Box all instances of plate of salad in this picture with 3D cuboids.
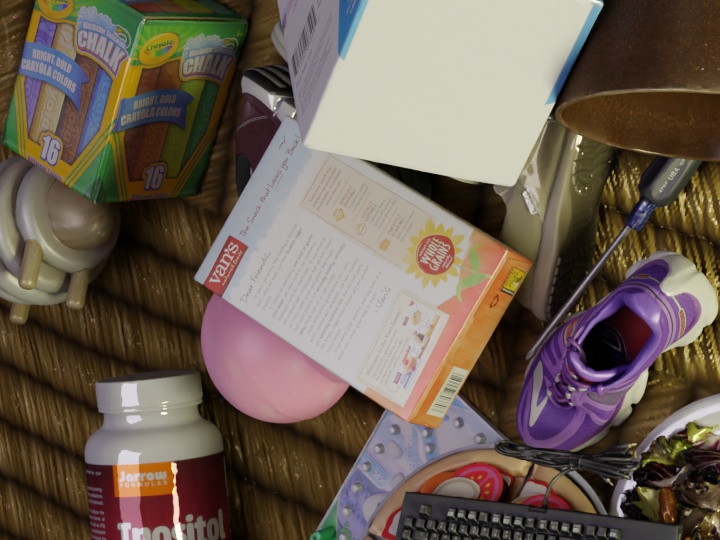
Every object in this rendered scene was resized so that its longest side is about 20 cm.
[{"bbox_3d":[0.241,0.176,1.316,0.199,0.048,0.201,-9,74,35],"label":"plate of salad"}]

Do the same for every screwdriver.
[{"bbox_3d":[0.174,-0.016,1.370,0.201,0.029,0.028,-58,35,19],"label":"screwdriver"}]

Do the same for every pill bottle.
[{"bbox_3d":[-0.161,0.184,1.623,0.112,0.113,0.201,-4,92,39],"label":"pill bottle"}]

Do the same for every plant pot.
[{"bbox_3d":[0.223,-0.184,1.252,0.186,0.186,0.201,1,80,39],"label":"plant pot"}]

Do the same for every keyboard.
[{"bbox_3d":[0.117,0.167,1.347,0.199,0.021,0.128,4,66,28],"label":"keyboard"}]

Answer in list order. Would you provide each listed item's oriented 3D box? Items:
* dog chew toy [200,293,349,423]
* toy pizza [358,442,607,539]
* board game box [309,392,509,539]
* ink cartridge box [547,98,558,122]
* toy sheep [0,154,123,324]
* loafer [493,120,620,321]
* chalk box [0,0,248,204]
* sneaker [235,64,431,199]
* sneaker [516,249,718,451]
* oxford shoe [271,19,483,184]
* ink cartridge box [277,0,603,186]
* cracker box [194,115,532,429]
[{"bbox_3d":[-0.021,0.033,1.496,0.199,0.124,0.125,-26,78,29],"label":"dog chew toy"},{"bbox_3d":[0.077,0.208,1.378,0.199,0.032,0.201,-12,59,21],"label":"toy pizza"},{"bbox_3d":[0.058,0.204,1.503,0.200,0.026,0.201,43,119,27],"label":"board game box"},{"bbox_3d":[0.111,-0.220,1.380,0.200,0.047,0.199,-125,48,-67],"label":"ink cartridge box"},{"bbox_3d":[-0.270,-0.031,1.682,0.199,0.137,0.139,-10,88,44],"label":"toy sheep"},{"bbox_3d":[0.129,-0.066,1.387,0.068,0.076,0.201,21,108,30],"label":"loafer"},{"bbox_3d":[-0.180,-0.170,1.598,0.124,0.124,0.201,32,115,33],"label":"chalk box"},{"bbox_3d":[-0.028,-0.062,1.528,0.200,0.075,0.116,43,126,38],"label":"sneaker"},{"bbox_3d":[0.152,0.060,1.361,0.081,0.083,0.200,49,136,15],"label":"sneaker"},{"bbox_3d":[0.023,-0.134,1.446,0.200,0.075,0.058,34,116,22],"label":"oxford shoe"},{"bbox_3d":[0.040,-0.181,1.275,0.201,0.145,0.147,-101,28,-47],"label":"ink cartridge box"},{"bbox_3d":[0.000,0.000,1.399,0.199,0.058,0.134,33,95,25],"label":"cracker box"}]
